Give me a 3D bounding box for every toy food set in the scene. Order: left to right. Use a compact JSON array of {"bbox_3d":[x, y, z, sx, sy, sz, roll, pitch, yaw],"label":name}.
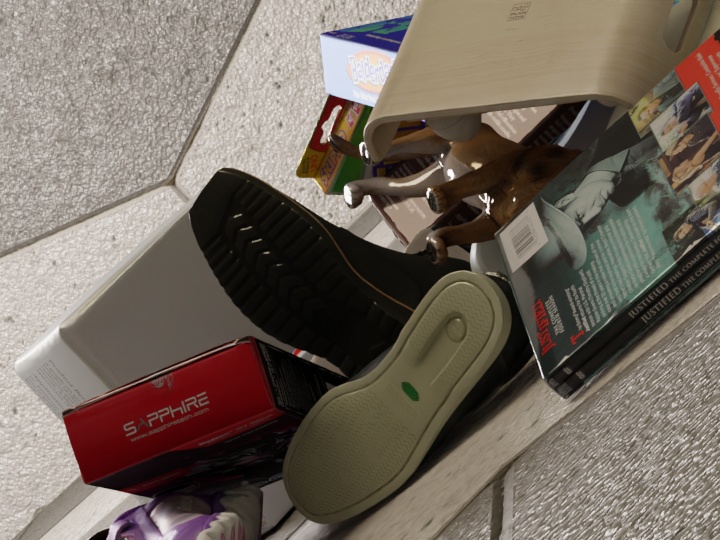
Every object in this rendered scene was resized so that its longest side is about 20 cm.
[{"bbox_3d":[0.105,-0.128,1.399,0.200,0.060,0.144,-4,50,37],"label":"toy food set"}]

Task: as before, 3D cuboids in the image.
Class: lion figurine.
[{"bbox_3d":[0.074,-0.057,1.466,0.122,0.073,0.200,-19,35,-22],"label":"lion figurine"}]

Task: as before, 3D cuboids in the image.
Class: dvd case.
[{"bbox_3d":[0.156,-0.042,1.238,0.200,0.022,0.146,-42,28,16],"label":"dvd case"}]

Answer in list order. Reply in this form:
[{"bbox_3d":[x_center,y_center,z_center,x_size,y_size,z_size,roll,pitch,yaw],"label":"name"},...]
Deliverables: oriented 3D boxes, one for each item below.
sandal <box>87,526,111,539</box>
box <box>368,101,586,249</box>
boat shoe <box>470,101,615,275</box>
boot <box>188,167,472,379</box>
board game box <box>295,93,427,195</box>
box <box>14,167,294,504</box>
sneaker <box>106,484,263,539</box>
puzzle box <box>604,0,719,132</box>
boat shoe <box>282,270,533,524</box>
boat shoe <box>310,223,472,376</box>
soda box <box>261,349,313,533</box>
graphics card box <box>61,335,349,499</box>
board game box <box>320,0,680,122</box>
[{"bbox_3d":[-0.152,0.199,1.612,0.079,0.059,0.207,-7,9,13],"label":"sandal"},{"bbox_3d":[0.113,-0.082,1.745,0.200,0.075,0.100,-42,-40,8],"label":"box"},{"bbox_3d":[0.126,-0.034,1.563,0.200,0.071,0.091,-48,-7,-34],"label":"boat shoe"},{"bbox_3d":[0.000,0.000,1.501,0.077,0.200,0.138,-49,-3,30],"label":"boot"},{"bbox_3d":[0.053,-0.097,1.762,0.200,0.030,0.096,1,-53,-34],"label":"board game box"},{"bbox_3d":[-0.123,0.067,1.919,0.200,0.199,0.171,-45,5,-22],"label":"box"},{"bbox_3d":[-0.107,0.169,1.413,0.200,0.088,0.081,-58,-27,-85],"label":"sneaker"},{"bbox_3d":[0.171,-0.077,1.339,0.133,0.025,0.200,-28,33,60],"label":"puzzle box"},{"bbox_3d":[0.032,0.076,1.397,0.200,0.072,0.068,-47,-21,29],"label":"boat shoe"},{"bbox_3d":[0.016,0.064,1.655,0.200,0.075,0.093,-50,-12,-37],"label":"boat shoe"},{"bbox_3d":[-0.039,0.100,1.711,0.200,0.068,0.064,-47,5,-36],"label":"soda box"},{"bbox_3d":[-0.082,0.095,1.476,0.125,0.051,0.200,-23,-14,11],"label":"graphics card box"},{"bbox_3d":[0.096,-0.143,1.583,0.200,0.045,0.152,-13,17,-25],"label":"board game box"}]
